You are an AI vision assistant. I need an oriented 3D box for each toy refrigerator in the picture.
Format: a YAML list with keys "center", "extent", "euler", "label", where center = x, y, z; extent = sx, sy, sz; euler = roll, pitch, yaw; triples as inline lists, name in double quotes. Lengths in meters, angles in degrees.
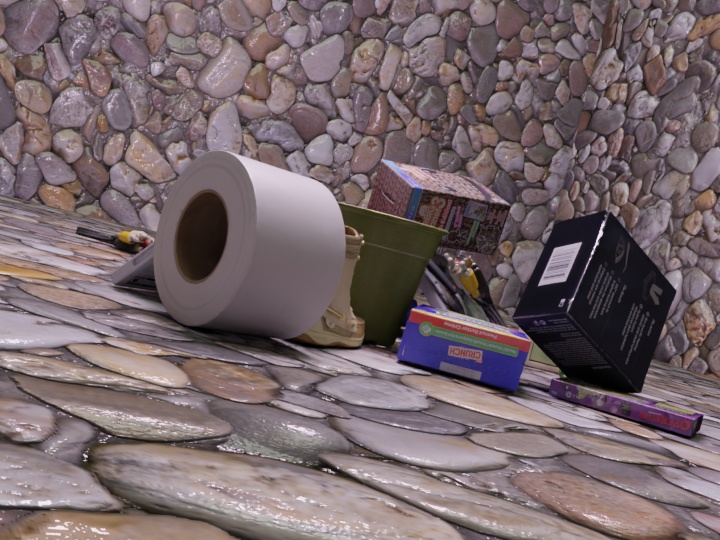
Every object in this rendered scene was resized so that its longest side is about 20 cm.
- center: [0.397, 0.160, 1.681]
  extent: [0.198, 0.077, 0.070]
  euler: [15, 2, -11]
  label: "toy refrigerator"

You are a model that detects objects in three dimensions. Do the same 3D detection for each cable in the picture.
- center: [0.200, 0.051, 1.520]
  extent: [0.050, 0.201, 0.097]
  euler: [-29, 20, -6]
  label: "cable"
- center: [-0.517, -0.074, 1.905]
  extent: [0.198, 0.051, 0.097]
  euler: [17, 2, 29]
  label: "cable"

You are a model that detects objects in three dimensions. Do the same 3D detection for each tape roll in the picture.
- center: [-0.133, -0.027, 1.046]
  extent: [0.138, 0.205, 0.202]
  euler: [13, 2, -45]
  label: "tape roll"

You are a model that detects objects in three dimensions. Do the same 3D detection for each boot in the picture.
- center: [-0.030, 0.019, 1.185]
  extent: [0.072, 0.157, 0.200]
  euler: [15, 1, 24]
  label: "boot"

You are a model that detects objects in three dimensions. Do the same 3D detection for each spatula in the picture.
- center: [0.163, 0.052, 1.473]
  extent: [0.201, 0.020, 0.056]
  euler: [54, 24, 0]
  label: "spatula"

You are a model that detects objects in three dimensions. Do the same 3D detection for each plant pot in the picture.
- center: [0.016, 0.009, 1.347]
  extent: [0.198, 0.192, 0.200]
  euler: [14, 1, 0]
  label: "plant pot"

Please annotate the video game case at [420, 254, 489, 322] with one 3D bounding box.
- center: [0.166, 0.057, 1.547]
  extent: [0.182, 0.022, 0.201]
  euler: [12, 46, -59]
  label: "video game case"

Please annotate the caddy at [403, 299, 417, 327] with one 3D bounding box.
- center: [0.053, 0.034, 1.653]
  extent: [0.104, 0.143, 0.200]
  euler: [8, 1, -1]
  label: "caddy"

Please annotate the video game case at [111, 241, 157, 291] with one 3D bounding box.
- center: [-0.213, -0.016, 1.235]
  extent: [0.181, 0.022, 0.199]
  euler: [-31, -25, 28]
  label: "video game case"

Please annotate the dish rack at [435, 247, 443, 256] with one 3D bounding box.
- center: [0.088, -0.058, 1.676]
  extent: [0.152, 0.055, 0.200]
  euler: [10, 3, -15]
  label: "dish rack"

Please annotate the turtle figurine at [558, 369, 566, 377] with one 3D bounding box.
- center: [0.374, 0.109, 1.536]
  extent: [0.194, 0.144, 0.200]
  euler: [44, 10, -28]
  label: "turtle figurine"

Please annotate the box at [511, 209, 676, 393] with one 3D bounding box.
- center: [0.362, 0.053, 1.360]
  extent: [0.200, 0.198, 0.117]
  euler: [44, -30, -23]
  label: "box"

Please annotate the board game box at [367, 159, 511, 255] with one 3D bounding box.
- center: [0.137, -0.113, 1.581]
  extent: [0.198, 0.098, 0.160]
  euler: [8, 21, -24]
  label: "board game box"

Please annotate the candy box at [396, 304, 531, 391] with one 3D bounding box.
- center: [0.148, 0.105, 1.257]
  extent: [0.167, 0.078, 0.200]
  euler: [16, 3, 8]
  label: "candy box"

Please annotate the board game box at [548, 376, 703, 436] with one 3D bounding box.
- center: [0.380, 0.191, 1.264]
  extent: [0.198, 0.033, 0.120]
  euler: [15, -3, 28]
  label: "board game box"
